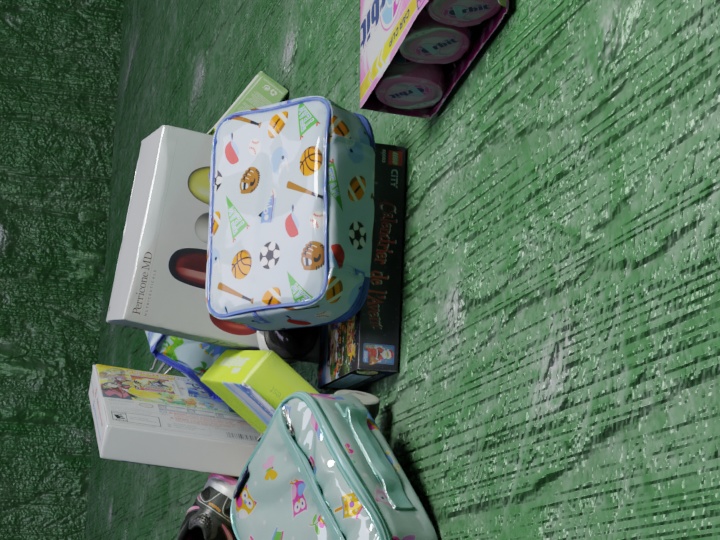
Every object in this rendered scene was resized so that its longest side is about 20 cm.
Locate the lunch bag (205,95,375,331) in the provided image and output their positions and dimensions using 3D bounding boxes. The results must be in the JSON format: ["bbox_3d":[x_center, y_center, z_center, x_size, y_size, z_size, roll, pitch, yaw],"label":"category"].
[{"bbox_3d":[-0.065,-0.051,1.458,0.160,0.075,0.201,-9,72,39],"label":"lunch bag"}]

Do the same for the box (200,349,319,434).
[{"bbox_3d":[-0.073,0.127,1.570,0.048,0.122,0.200,-50,12,-13],"label":"box"}]

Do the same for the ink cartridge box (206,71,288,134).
[{"bbox_3d":[-0.173,-0.127,1.992,0.200,0.048,0.146,-53,0,-29],"label":"ink cartridge box"}]

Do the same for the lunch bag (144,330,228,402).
[{"bbox_3d":[-0.141,0.024,1.877,0.200,0.127,0.170,-53,19,2],"label":"lunch bag"}]

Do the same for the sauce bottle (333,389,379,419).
[{"bbox_3d":[-0.017,0.204,1.456,0.066,0.066,0.201,-139,58,-72],"label":"sauce bottle"}]

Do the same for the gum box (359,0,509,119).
[{"bbox_3d":[0.057,-0.216,1.322,0.200,0.066,0.114,128,146,-63],"label":"gum box"}]

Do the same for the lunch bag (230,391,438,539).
[{"bbox_3d":[-0.025,0.198,1.347,0.200,0.077,0.161,56,131,40],"label":"lunch bag"}]

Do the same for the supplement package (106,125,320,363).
[{"bbox_3d":[-0.126,-0.023,1.643,0.147,0.199,0.192,173,108,-75],"label":"supplement package"}]

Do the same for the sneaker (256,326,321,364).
[{"bbox_3d":[-0.056,-0.012,1.534,0.090,0.066,0.201,-173,85,-73],"label":"sneaker"}]

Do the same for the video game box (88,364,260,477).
[{"bbox_3d":[-0.195,0.167,1.865,0.182,0.199,0.047,-121,43,-67],"label":"video game box"}]

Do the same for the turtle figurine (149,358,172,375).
[{"bbox_3d":[-0.186,0.124,2.049,0.150,0.100,0.201,41,109,54],"label":"turtle figurine"}]

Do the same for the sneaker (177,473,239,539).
[{"bbox_3d":[-0.173,0.297,1.879,0.086,0.080,0.200,-51,-18,-33],"label":"sneaker"}]

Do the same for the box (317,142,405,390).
[{"bbox_3d":[0.000,0.000,1.511,0.137,0.037,0.201,144,130,-71],"label":"box"}]
